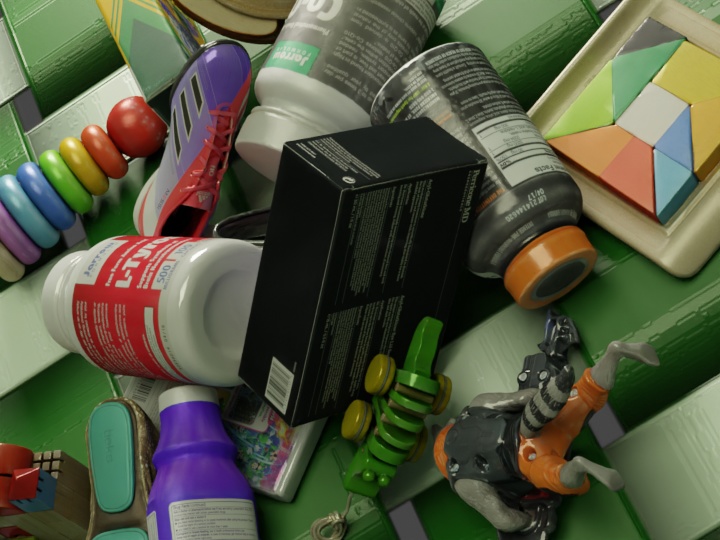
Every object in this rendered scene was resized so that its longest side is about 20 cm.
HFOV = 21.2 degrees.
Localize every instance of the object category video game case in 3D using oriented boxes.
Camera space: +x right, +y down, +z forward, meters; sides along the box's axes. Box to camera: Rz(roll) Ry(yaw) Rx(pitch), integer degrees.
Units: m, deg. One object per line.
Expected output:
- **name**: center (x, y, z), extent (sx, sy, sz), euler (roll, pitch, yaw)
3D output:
- **video game case**: center (-0.092, 0.070, 1.553), extent (0.181, 0.024, 0.201), euler (14, 71, 31)

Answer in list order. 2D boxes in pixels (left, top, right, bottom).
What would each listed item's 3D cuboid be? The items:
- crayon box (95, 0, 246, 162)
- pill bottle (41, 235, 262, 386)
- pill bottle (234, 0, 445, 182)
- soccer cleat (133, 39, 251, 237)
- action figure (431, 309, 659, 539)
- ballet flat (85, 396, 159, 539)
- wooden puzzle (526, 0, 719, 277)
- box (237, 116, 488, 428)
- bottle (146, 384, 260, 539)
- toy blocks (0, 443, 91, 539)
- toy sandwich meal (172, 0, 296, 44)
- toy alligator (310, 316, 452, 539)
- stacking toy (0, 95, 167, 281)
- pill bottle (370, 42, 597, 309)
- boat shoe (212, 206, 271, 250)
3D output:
- **crayon box**: center (-0.171, -0.195, 1.665), extent (0.051, 0.126, 0.201), euler (-34, 55, 6)
- **pill bottle**: center (-0.160, 0.029, 1.510), extent (0.199, 0.112, 0.113), euler (2, 65, 46)
- **pill bottle**: center (-0.018, -0.167, 1.581), extent (0.113, 0.113, 0.201), euler (17, 73, 32)
- **soccer cleat**: center (-0.130, -0.092, 1.569), extent (0.201, 0.068, 0.073), euler (-65, 33, 28)
- **action figure**: center (0.121, 0.098, 1.370), extent (0.193, 0.104, 0.201), euler (-27, 46, 47)
- **ballet flat**: center (-0.178, 0.200, 1.499), extent (0.070, 0.065, 0.202), euler (-4, 74, 21)
- **wooden puzzle**: center (0.231, -0.114, 1.476), extent (0.185, 0.037, 0.200), euler (-49, 54, -4)
- **box**: center (0.000, 0.000, 1.410), extent (0.079, 0.140, 0.201), euler (40, 129, 40)
- **bottle**: center (-0.120, 0.188, 1.456), extent (0.065, 0.083, 0.201), euler (-44, 50, 54)
- **toy blocks**: center (-0.301, 0.176, 1.532), extent (0.199, 0.137, 0.101), euler (-8, 61, 23)
- **toy sandwich meal**: center (-0.082, -0.292, 1.678), extent (0.204, 0.070, 0.207), euler (3, 75, -11)
- **toy alligator**: center (0.017, 0.130, 1.409), extent (0.201, 0.059, 0.054), euler (-64, 18, 15)
- **stacking toy**: center (-0.255, -0.082, 1.682), extent (0.200, 0.085, 0.085), euler (-39, 54, -1)
- **pill bottle**: center (0.099, -0.068, 1.466), extent (0.106, 0.106, 0.201), euler (-35, 66, 6)
- **boat shoe**: center (-0.018, -0.037, 1.522), extent (0.198, 0.068, 0.074), euler (-9, 42, 10)
